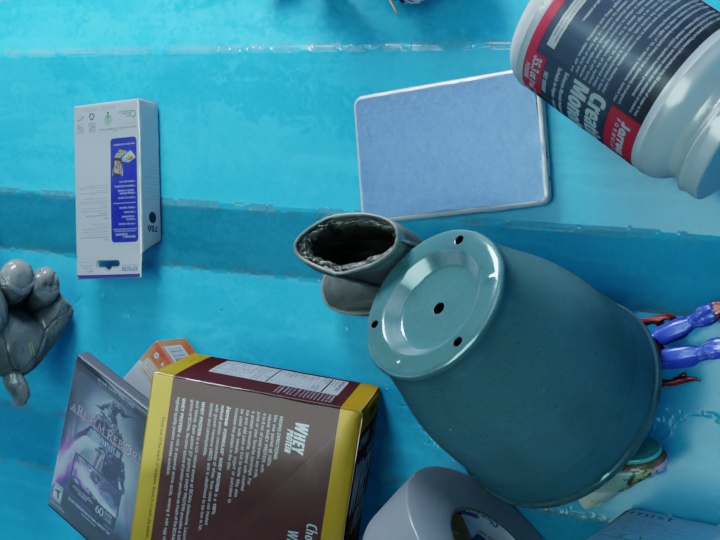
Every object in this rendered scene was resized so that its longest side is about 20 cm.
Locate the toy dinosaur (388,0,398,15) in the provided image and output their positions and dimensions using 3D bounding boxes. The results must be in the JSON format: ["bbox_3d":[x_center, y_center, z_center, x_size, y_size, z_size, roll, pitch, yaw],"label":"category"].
[{"bbox_3d":[-0.037,-0.312,1.126,0.200,0.101,0.058,21,67,41],"label":"toy dinosaur"}]

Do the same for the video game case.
[{"bbox_3d":[-0.269,0.207,1.217,0.143,0.019,0.200,31,118,30],"label":"video game case"}]

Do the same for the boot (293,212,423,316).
[{"bbox_3d":[-0.001,-0.002,1.045,0.182,0.200,0.073,-16,82,28],"label":"boot"}]

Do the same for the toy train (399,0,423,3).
[{"bbox_3d":[0.028,-0.353,1.100,0.114,0.085,0.200,-45,73,36],"label":"toy train"}]

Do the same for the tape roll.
[{"bbox_3d":[0.098,0.267,0.991,0.200,0.200,0.066,48,111,20],"label":"tape roll"}]

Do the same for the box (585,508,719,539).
[{"bbox_3d":[0.278,0.268,0.905,0.200,0.176,0.097,8,95,28],"label":"box"}]

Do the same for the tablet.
[{"bbox_3d":[0.085,-0.118,1.103,0.200,0.014,0.130,-5,88,30],"label":"tablet"}]

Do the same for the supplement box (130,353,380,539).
[{"bbox_3d":[-0.098,0.200,1.105,0.200,0.133,0.197,9,95,8],"label":"supplement box"}]

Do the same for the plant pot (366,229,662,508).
[{"bbox_3d":[0.113,0.067,0.943,0.200,0.188,0.200,-29,42,29],"label":"plant pot"}]

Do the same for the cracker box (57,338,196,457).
[{"bbox_3d":[-0.230,0.190,1.255,0.200,0.058,0.134,-48,69,21],"label":"cracker box"}]

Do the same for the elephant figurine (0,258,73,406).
[{"bbox_3d":[-0.444,0.047,1.350,0.200,0.155,0.142,5,136,39],"label":"elephant figurine"}]

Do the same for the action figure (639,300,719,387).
[{"bbox_3d":[0.261,0.068,0.987,0.200,0.052,0.065,-21,75,33],"label":"action figure"}]

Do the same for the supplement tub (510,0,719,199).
[{"bbox_3d":[0.237,-0.166,0.945,0.200,0.140,0.140,41,109,23],"label":"supplement tub"}]

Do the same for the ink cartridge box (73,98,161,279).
[{"bbox_3d":[-0.275,-0.089,1.290,0.099,0.039,0.200,0,89,29],"label":"ink cartridge box"}]

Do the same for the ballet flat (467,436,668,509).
[{"bbox_3d":[0.181,0.176,1.028,0.200,0.069,0.071,4,110,33],"label":"ballet flat"}]
